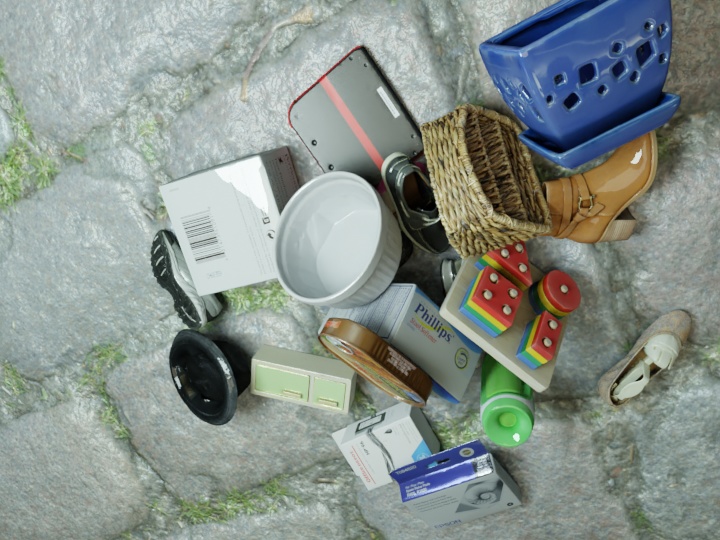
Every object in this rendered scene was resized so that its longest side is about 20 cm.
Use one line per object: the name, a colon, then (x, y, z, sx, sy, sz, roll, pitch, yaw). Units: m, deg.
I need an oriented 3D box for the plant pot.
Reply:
plant pot: (0.296, -0.261, 0.798, 0.197, 0.201, 0.182, -26, 111, 5)

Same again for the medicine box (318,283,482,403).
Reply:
medicine box: (0.062, 0.113, 0.960, 0.182, 0.104, 0.198, 41, 158, -28)

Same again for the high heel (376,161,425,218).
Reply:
high heel: (0.039, -0.089, 0.969, 0.199, 0.097, 0.067, -39, 124, 17)

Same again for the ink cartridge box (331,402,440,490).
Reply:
ink cartridge box: (0.042, 0.346, 1.147, 0.197, 0.068, 0.117, -28, 101, 20)

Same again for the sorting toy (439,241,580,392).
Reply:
sorting toy: (0.248, 0.043, 0.918, 0.198, 0.200, 0.070, 37, 141, -3)

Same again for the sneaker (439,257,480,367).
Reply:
sneaker: (0.209, 0.072, 1.009, 0.113, 0.076, 0.205, -10, 104, 18)

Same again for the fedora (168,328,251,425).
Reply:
fedora: (-0.280, 0.193, 1.139, 0.197, 0.091, 0.206, 12, 111, 36)

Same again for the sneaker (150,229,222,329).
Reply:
sneaker: (-0.333, 0.013, 1.120, 0.074, 0.079, 0.203, -35, 83, 40)

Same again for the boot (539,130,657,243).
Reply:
boot: (0.351, -0.133, 0.891, 0.151, 0.074, 0.205, 2, 114, -3)

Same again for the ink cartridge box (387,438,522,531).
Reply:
ink cartridge box: (0.180, 0.412, 1.113, 0.197, 0.041, 0.201, -27, 126, 20)

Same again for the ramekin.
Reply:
ramekin: (-0.029, -0.037, 0.905, 0.196, 0.105, 0.205, -11, 67, 29)

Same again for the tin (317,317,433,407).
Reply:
tin: (0.023, 0.133, 0.857, 0.199, 0.042, 0.111, 41, 153, -25)

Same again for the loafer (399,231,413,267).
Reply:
loafer: (0.000, 0.000, 1.033, 0.198, 0.072, 0.073, -34, 100, 22)

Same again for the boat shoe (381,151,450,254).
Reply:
boat shoe: (0.099, -0.095, 0.946, 0.072, 0.067, 0.201, -42, 128, -10)

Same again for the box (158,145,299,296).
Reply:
box: (-0.203, -0.086, 1.017, 0.195, 0.131, 0.203, -13, 106, 16)

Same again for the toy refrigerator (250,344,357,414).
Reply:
toy refrigerator: (-0.109, 0.209, 1.132, 0.195, 0.070, 0.078, 11, 111, 8)

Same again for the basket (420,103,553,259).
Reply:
basket: (0.181, -0.143, 0.864, 0.146, 0.143, 0.205, -17, 66, 18)

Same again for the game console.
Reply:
game console: (-0.009, -0.234, 0.980, 0.175, 0.031, 0.202, -34, 100, 15)

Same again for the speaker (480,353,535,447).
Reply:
speaker: (0.242, 0.201, 0.979, 0.086, 0.200, 0.091, 4, 110, 11)

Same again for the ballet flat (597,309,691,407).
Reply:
ballet flat: (0.479, 0.156, 0.982, 0.067, 0.067, 0.202, 32, 112, -1)
